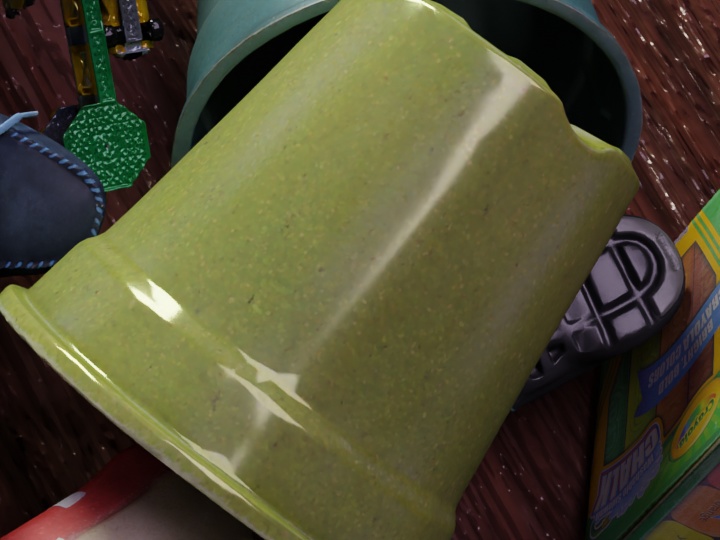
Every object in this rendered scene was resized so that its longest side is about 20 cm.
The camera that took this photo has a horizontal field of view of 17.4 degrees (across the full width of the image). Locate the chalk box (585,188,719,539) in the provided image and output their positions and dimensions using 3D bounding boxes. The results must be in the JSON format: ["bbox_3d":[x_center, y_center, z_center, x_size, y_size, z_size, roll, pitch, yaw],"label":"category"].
[{"bbox_3d":[0.178,0.084,1.021,0.123,0.125,0.200,24,44,-13],"label":"chalk box"}]

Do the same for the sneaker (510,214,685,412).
[{"bbox_3d":[0.048,0.042,1.028,0.199,0.079,0.076,-20,78,-14],"label":"sneaker"}]

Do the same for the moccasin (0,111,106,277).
[{"bbox_3d":[-0.187,-0.034,0.872,0.199,0.068,0.081,10,88,-24],"label":"moccasin"}]

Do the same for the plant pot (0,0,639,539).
[{"bbox_3d":[0.000,0.000,0.875,0.200,0.200,0.184,38,89,-2],"label":"plant pot"}]

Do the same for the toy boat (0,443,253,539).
[{"bbox_3d":[-0.135,0.131,0.854,0.131,0.131,0.200,31,44,31],"label":"toy boat"}]

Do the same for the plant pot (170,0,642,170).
[{"bbox_3d":[0.009,-0.126,1.044,0.200,0.200,0.197,11,49,-23],"label":"plant pot"}]

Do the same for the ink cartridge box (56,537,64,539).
[{"bbox_3d":[-0.117,0.206,0.737,0.084,0.145,0.200,32,65,34],"label":"ink cartridge box"}]

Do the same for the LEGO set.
[{"bbox_3d":[-0.190,-0.082,0.971,0.199,0.116,0.154,-21,101,-22],"label":"LEGO set"}]
